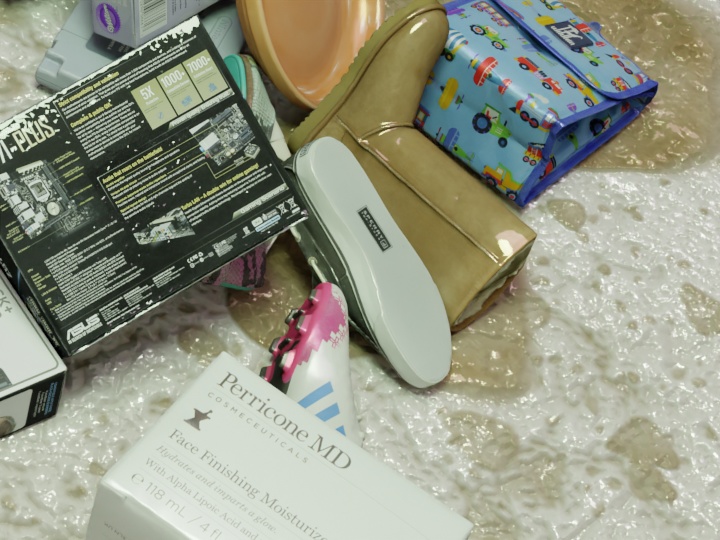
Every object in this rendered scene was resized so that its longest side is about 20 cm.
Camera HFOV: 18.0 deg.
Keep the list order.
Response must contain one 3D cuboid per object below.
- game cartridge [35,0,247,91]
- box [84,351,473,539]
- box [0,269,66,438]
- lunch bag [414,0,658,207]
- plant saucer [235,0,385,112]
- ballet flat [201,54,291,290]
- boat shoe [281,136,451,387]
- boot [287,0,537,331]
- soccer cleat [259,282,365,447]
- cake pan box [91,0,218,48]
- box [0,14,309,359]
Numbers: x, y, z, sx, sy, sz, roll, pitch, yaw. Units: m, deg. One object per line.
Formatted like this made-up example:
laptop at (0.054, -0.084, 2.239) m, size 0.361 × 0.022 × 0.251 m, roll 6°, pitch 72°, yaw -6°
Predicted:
game cartridge at (-0.158, -0.192, 1.810) m, size 0.133 × 0.042 × 0.200 m, roll 27°, pitch 50°, yaw -1°
box at (-0.063, 0.195, 1.432) m, size 0.199 × 0.200 × 0.131 m, roll 34°, pitch 52°, yaw 10°
box at (-0.314, 0.075, 1.540) m, size 0.200 × 0.060 × 0.117 m, roll -22°, pitch 62°, yaw -30°
lunch bag at (0.142, -0.160, 1.855) m, size 0.150 × 0.094 × 0.200 m, roll 39°, pitch 40°, yaw 16°
plant saucer at (-0.043, -0.222, 1.790) m, size 0.037 × 0.200 × 0.200 m, roll -3°, pitch 43°, yaw 29°
ballet flat at (-0.087, -0.069, 1.723) m, size 0.071 × 0.069 × 0.200 m, roll 23°, pitch 53°, yaw -27°
boat shoe at (0.000, 0.000, 1.686) m, size 0.071 × 0.064 × 0.200 m, roll -23°, pitch 84°, yaw -49°
boot at (0.063, -0.083, 1.730) m, size 0.200 × 0.175 × 0.066 m, roll 45°, pitch 15°, yaw 22°
soccer cleat at (-0.031, 0.102, 1.608) m, size 0.086 × 0.070 × 0.200 m, roll 27°, pitch 52°, yaw -14°
cake pan box at (-0.133, -0.288, 1.738) m, size 0.052 × 0.200 × 0.184 m, roll 23°, pitch 41°, yaw 31°
box at (-0.165, -0.056, 1.592) m, size 0.200 × 0.086 × 0.164 m, roll -32°, pitch 95°, yaw -15°
